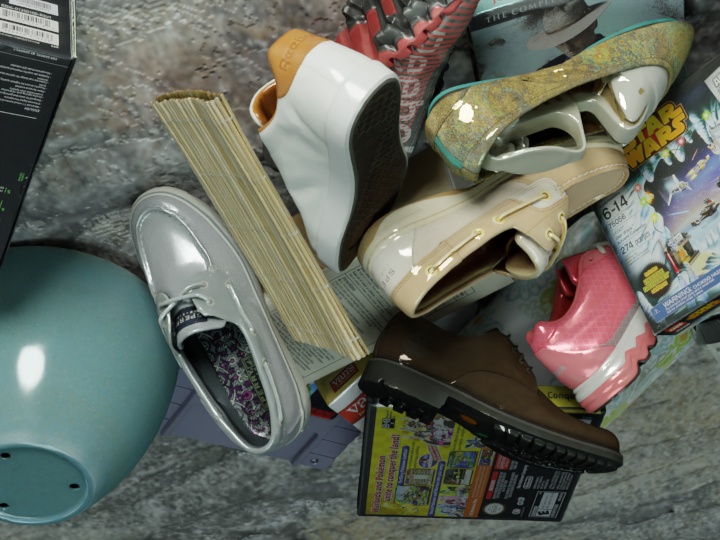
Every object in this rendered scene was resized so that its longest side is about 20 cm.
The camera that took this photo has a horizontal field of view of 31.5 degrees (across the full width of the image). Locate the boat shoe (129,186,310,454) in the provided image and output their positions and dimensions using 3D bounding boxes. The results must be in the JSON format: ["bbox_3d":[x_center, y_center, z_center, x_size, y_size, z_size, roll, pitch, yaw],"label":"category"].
[{"bbox_3d":[-0.101,0.034,0.871,0.070,0.202,0.071,-30,180,16],"label":"boat shoe"}]

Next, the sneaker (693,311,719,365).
[{"bbox_3d":[0.308,0.036,1.049,0.074,0.089,0.200,-30,134,20],"label":"sneaker"}]

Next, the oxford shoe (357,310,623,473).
[{"bbox_3d":[0.104,0.084,0.913,0.199,0.085,0.073,26,158,-7],"label":"oxford shoe"}]

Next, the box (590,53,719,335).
[{"bbox_3d":[0.247,-0.065,0.836,0.040,0.138,0.200,3,146,-47],"label":"box"}]

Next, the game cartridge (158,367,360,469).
[{"bbox_3d":[-0.080,0.105,1.065,0.199,0.039,0.130,18,134,-30],"label":"game cartridge"}]

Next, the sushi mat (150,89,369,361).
[{"bbox_3d":[-0.066,-0.029,0.832,0.012,0.095,0.201,-39,113,-22],"label":"sushi mat"}]

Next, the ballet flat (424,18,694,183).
[{"bbox_3d":[0.137,-0.101,0.804,0.198,0.071,0.071,-19,141,-18],"label":"ballet flat"}]

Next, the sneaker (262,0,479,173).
[{"bbox_3d":[0.024,-0.126,0.811,0.097,0.071,0.200,20,131,-31],"label":"sneaker"}]

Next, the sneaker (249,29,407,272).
[{"bbox_3d":[-0.021,-0.075,0.773,0.073,0.084,0.201,-48,162,-24],"label":"sneaker"}]

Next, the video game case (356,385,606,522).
[{"bbox_3d":[0.090,0.149,1.032,0.179,0.026,0.201,2,145,-2],"label":"video game case"}]

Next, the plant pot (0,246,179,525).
[{"bbox_3d":[-0.232,0.103,0.926,0.198,0.136,0.201,-2,133,-3],"label":"plant pot"}]

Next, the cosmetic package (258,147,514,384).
[{"bbox_3d":[0.000,0.000,0.940,0.199,0.071,0.105,-26,135,14],"label":"cosmetic package"}]

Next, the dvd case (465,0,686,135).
[{"bbox_3d":[0.154,-0.124,0.884,0.145,0.022,0.201,-15,137,2],"label":"dvd case"}]

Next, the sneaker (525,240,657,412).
[{"bbox_3d":[0.190,0.002,0.927,0.086,0.201,0.074,36,153,1],"label":"sneaker"}]

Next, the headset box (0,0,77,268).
[{"bbox_3d":[-0.277,-0.096,0.749,0.173,0.093,0.201,10,134,-24],"label":"headset box"}]

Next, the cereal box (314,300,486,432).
[{"bbox_3d":[0.073,0.098,1.066,0.144,0.040,0.200,-43,133,7],"label":"cereal box"}]

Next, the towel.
[{"bbox_3d":[0.171,0.061,1.039,0.171,0.048,0.200,-46,133,3],"label":"towel"}]

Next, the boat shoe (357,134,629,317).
[{"bbox_3d":[0.098,-0.024,0.833,0.199,0.069,0.074,-24,154,-15],"label":"boat shoe"}]
